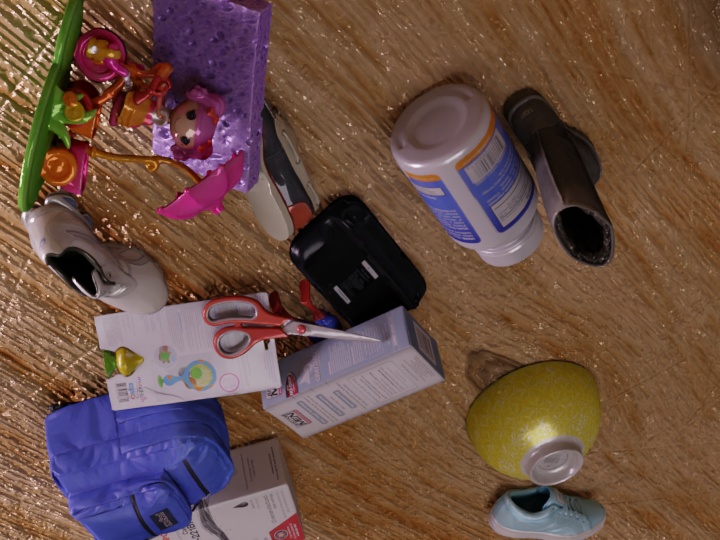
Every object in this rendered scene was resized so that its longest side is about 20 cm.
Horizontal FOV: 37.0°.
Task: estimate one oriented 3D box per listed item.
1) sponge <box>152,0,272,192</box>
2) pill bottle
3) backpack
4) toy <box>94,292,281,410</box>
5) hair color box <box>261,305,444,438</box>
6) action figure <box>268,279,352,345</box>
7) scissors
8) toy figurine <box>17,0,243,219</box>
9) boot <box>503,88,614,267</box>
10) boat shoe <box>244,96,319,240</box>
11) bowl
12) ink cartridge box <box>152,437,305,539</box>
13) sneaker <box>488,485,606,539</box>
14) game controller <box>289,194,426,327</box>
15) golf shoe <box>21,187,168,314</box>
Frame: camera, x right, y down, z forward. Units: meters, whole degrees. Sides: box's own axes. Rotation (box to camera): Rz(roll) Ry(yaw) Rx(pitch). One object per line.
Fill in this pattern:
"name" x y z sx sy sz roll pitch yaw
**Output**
"sponge" -0.141 -0.175 0.999 0.111 0.030 0.201 24 133 15
"pill bottle" 0.123 -0.093 1.149 0.112 0.113 0.200 -30 135 11
"backpack" -0.253 0.233 1.301 0.199 0.169 0.163 -20 147 -2
"toy" -0.198 0.090 1.252 0.198 0.047 0.116 -9 104 -4
"hair color box" -0.011 0.124 1.286 0.199 0.061 0.099 -25 141 17
"action figure" -0.037 0.076 1.304 0.065 0.052 0.200 -25 138 13
"scissors" -0.078 0.058 1.214 0.198 0.014 0.074 -5 101 4
"toy figurine" -0.192 -0.127 0.974 0.183 0.150 0.201 15 102 -11
"boot" 0.227 -0.083 1.129 0.073 0.201 0.181 -42 131 19
"boat shoe" -0.094 -0.126 1.082 0.063 0.071 0.201 -42 128 -29
"bowl" 0.256 0.233 1.507 0.198 0.108 0.201 -9 134 -9
"ink cartridge box" -0.188 0.324 1.464 0.198 0.084 0.145 -15 136 -3
"sneaker" 0.303 0.374 1.680 0.198 0.074 0.082 0 135 -19
"game controller" 0.000 0.000 1.242 0.104 0.042 0.200 -36 133 6
"golf shoe" -0.274 0.008 1.128 0.078 0.098 0.200 -35 135 14
